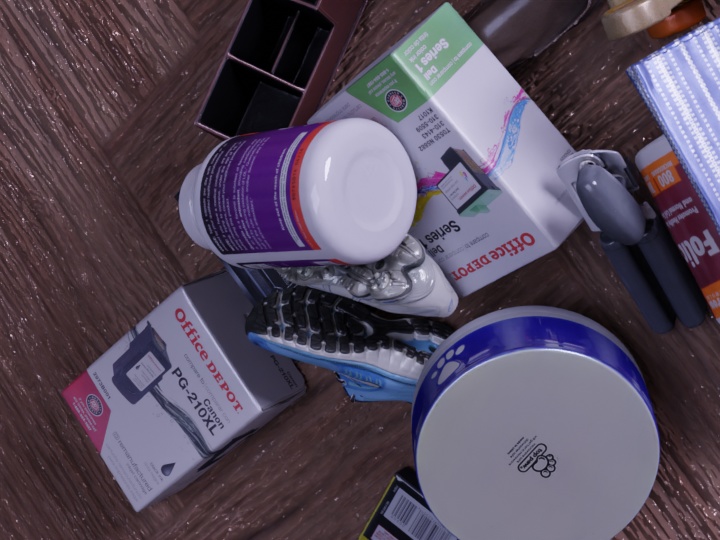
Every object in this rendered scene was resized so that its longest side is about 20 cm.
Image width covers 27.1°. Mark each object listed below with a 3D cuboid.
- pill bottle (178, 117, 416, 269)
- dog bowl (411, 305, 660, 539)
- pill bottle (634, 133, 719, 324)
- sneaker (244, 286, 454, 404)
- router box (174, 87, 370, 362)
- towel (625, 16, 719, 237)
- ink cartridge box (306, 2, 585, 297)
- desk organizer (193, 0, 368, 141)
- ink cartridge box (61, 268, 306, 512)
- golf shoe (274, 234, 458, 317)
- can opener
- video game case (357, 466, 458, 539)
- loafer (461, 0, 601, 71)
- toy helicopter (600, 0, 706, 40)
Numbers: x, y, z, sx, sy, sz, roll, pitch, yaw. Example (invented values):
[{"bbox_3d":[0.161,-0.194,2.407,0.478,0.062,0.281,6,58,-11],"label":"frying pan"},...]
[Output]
[{"bbox_3d":[-0.057,-0.058,1.201,0.200,0.112,0.113,-2,99,47],"label":"pill bottle"},{"bbox_3d":[0.141,0.135,1.221,0.199,0.079,0.201,1,113,1],"label":"dog bowl"},{"bbox_3d":[0.300,-0.025,1.128,0.114,0.114,0.201,-30,84,31],"label":"pill bottle"},{"bbox_3d":[-0.009,0.082,1.312,0.199,0.079,0.090,17,129,-11],"label":"sneaker"},{"bbox_3d":[-0.057,-0.043,1.366,0.157,0.052,0.200,-42,78,29],"label":"router box"},{"bbox_3d":[0.304,-0.127,1.083,0.145,0.200,0.024,61,164,4],"label":"towel"},{"bbox_3d":[0.076,-0.091,1.204,0.200,0.084,0.145,48,146,-7],"label":"ink cartridge box"},{"bbox_3d":[-0.062,-0.194,1.284,0.072,0.077,0.201,23,89,22],"label":"desk organizer"},{"bbox_3d":[-0.172,0.116,1.445,0.200,0.084,0.145,-39,80,30],"label":"ink cartridge box"},{"bbox_3d":[0.000,0.000,1.269,0.200,0.097,0.078,26,83,49],"label":"golf shoe"},{"bbox_3d":[0.209,-0.013,1.152,0.053,0.067,0.200,-14,130,29],"label":"can opener"},{"bbox_3d":[0.075,0.310,1.378,0.200,0.025,0.181,36,115,18],"label":"video game case"},{"bbox_3d":[0.122,-0.191,1.190,0.073,0.071,0.200,42,141,-6],"label":"loafer"},{"bbox_3d":[0.234,-0.206,1.080,0.132,0.200,0.079,-15,105,36],"label":"toy helicopter"}]
